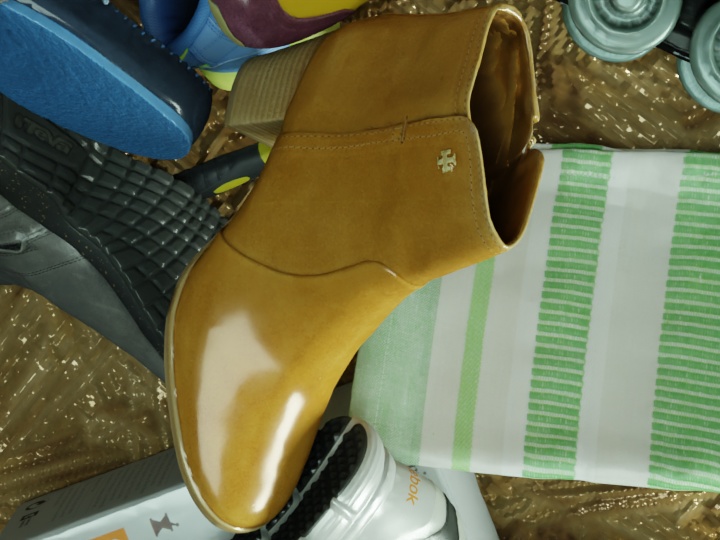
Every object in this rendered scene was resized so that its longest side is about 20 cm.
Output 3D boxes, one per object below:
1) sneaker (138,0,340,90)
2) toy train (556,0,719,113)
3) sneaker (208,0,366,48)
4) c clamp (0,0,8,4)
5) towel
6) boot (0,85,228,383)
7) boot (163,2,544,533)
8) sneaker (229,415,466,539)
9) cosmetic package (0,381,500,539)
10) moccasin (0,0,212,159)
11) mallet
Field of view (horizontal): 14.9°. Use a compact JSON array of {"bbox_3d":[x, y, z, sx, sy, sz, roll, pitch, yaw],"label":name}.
[{"bbox_3d":[-0.038,-0.164,1.089,0.075,0.105,0.201,22,109,34],"label":"sneaker"},{"bbox_3d":[0.167,-0.117,1.104,0.199,0.085,0.114,25,92,2],"label":"toy train"},{"bbox_3d":[0.029,-0.153,1.048,0.200,0.090,0.075,-43,127,-13],"label":"sneaker"},{"bbox_3d":[-0.119,-0.136,0.996,0.199,0.027,0.171,-31,90,12],"label":"c clamp"},{"bbox_3d":[0.100,0.014,1.128,0.199,0.023,0.153,6,68,5],"label":"towel"},{"bbox_3d":[-0.133,-0.005,1.156,0.131,0.070,0.200,-22,116,43],"label":"boot"},{"bbox_3d":[0.001,0.000,1.037,0.144,0.071,0.202,-3,77,45],"label":"boot"},{"bbox_3d":[-0.035,0.151,1.115,0.080,0.074,0.200,33,117,-25],"label":"sneaker"},{"bbox_3d":[-0.048,0.124,1.185,0.199,0.071,0.102,-21,101,10],"label":"cosmetic package"},{"bbox_3d":[-0.136,-0.120,1.052,0.200,0.080,0.068,35,62,-11],"label":"moccasin"},{"bbox_3d":[-0.027,-0.048,1.151,0.199,0.066,0.041,-24,62,31],"label":"mallet"}]
